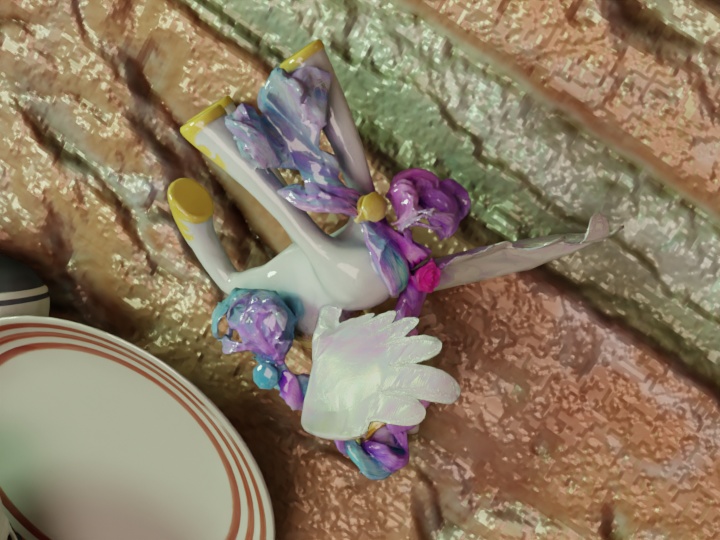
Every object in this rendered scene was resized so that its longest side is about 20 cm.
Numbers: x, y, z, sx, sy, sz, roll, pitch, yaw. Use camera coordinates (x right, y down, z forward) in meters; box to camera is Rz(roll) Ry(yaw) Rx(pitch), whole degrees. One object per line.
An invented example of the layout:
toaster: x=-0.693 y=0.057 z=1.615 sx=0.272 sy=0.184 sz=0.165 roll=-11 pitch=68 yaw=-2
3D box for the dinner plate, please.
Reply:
dinner plate: x=-0.130 y=0.100 z=1.326 sx=0.199 sy=0.024 sz=0.201 roll=13 pitch=129 yaw=17

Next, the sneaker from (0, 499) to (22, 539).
sneaker: x=-0.184 y=0.165 z=1.351 sx=0.080 sy=0.074 sz=0.201 roll=9 pitch=135 yaw=10

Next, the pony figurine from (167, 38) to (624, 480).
pony figurine: x=0.000 y=0.000 z=1.213 sx=0.201 sy=0.166 sz=0.193 roll=58 pitch=149 yaw=-5

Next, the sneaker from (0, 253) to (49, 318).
sneaker: x=-0.252 y=-0.015 z=1.338 sx=0.199 sy=0.078 sz=0.080 roll=6 pitch=98 yaw=15
